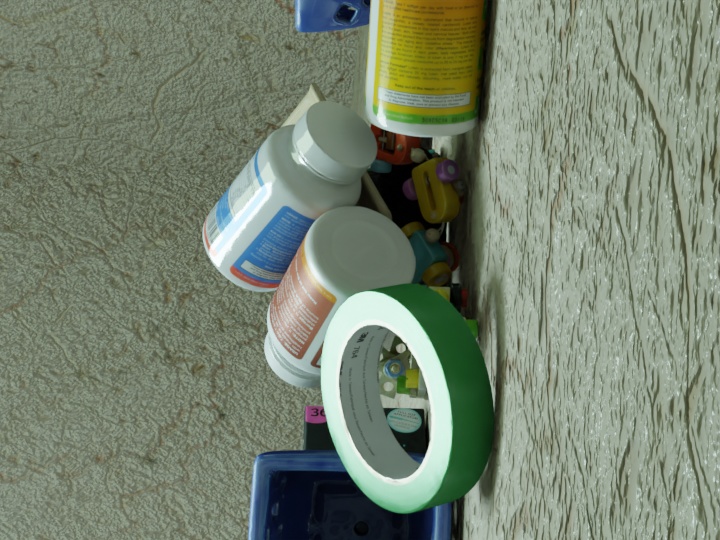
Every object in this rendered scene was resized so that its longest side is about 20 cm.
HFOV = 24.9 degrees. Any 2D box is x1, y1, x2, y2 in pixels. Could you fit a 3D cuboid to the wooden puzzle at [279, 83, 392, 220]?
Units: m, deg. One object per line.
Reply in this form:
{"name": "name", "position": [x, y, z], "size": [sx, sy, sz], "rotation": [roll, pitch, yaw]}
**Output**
{"name": "wooden puzzle", "position": [-0.047, -0.069, 1.738], "size": [0.200, 0.046, 0.185], "rotation": [-51, 56, 39]}

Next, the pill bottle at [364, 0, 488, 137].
{"name": "pill bottle", "position": [0.064, -0.236, 1.532], "size": [0.111, 0.111, 0.200], "rotation": [-96, 8, -68]}

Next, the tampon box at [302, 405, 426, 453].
{"name": "tampon box", "position": [0.004, 0.275, 1.950], "size": [0.200, 0.149, 0.126], "rotation": [-92, 4, -48]}

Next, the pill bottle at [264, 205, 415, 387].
{"name": "pill bottle", "position": [-0.029, 0.033, 1.629], "size": [0.200, 0.112, 0.112], "rotation": [122, 154, -51]}

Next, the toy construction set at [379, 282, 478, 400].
{"name": "toy construction set", "position": [0.066, 0.078, 1.582], "size": [0.200, 0.092, 0.131], "rotation": [177, 95, -76]}

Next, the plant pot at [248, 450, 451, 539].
{"name": "plant pot", "position": [-0.006, 0.280, 1.681], "size": [0.180, 0.199, 0.201], "rotation": [5, -94, -86]}

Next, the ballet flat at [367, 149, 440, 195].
{"name": "ballet flat", "position": [0.042, -0.091, 1.860], "size": [0.200, 0.073, 0.073], "rotation": [-23, -61, -61]}

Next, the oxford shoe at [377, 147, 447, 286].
{"name": "oxford shoe", "position": [0.073, -0.041, 1.796], "size": [0.084, 0.073, 0.200], "rotation": [-41, -47, -53]}

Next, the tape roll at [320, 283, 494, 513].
{"name": "tape roll", "position": [0.038, 0.113, 1.452], "size": [0.200, 0.048, 0.201], "rotation": [20, 115, 53]}

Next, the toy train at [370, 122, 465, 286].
{"name": "toy train", "position": [0.056, -0.067, 1.694], "size": [0.150, 0.056, 0.201], "rotation": [17, 108, 50]}

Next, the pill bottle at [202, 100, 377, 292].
{"name": "pill bottle", "position": [-0.068, -0.076, 1.641], "size": [0.200, 0.112, 0.112], "rotation": [-46, 32, 40]}

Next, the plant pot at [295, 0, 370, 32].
{"name": "plant pot", "position": [0.013, -0.412, 1.964], "size": [0.200, 0.179, 0.200], "rotation": [-94, 7, -57]}

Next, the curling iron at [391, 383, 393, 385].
{"name": "curling iron", "position": [0.068, 0.053, 1.896], "size": [0.026, 0.049, 0.200], "rotation": [-28, -53, -70]}

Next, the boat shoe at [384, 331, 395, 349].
{"name": "boat shoe", "position": [0.000, 0.000, 1.773], "size": [0.066, 0.072, 0.200], "rotation": [-36, -57, -43]}
